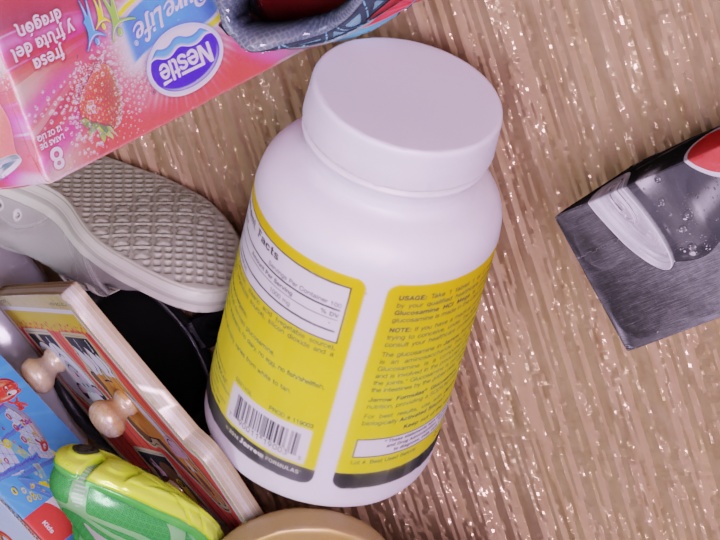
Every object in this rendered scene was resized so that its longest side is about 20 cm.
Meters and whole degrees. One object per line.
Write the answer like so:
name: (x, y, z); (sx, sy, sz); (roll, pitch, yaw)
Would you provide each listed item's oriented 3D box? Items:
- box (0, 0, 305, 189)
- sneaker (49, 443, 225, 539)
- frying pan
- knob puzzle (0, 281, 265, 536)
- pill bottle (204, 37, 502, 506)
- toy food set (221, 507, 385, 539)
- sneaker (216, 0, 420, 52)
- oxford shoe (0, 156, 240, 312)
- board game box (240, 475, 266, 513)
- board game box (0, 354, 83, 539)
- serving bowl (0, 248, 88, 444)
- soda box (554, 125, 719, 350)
box: (-0.118, -0.111, 1.225); (0.103, 0.200, 0.095); (-5, 109, 42)
sneaker: (-0.108, 0.151, 1.315); (0.074, 0.084, 0.200); (25, 154, 25)
frying pan: (-0.102, 0.027, 1.406); (0.115, 0.031, 0.190); (43, 133, 11)
knob puzzle: (-0.105, 0.091, 1.348); (0.220, 0.030, 0.220); (44, 165, 15)
pill bottle: (0.000, 0.000, 1.247); (0.112, 0.112, 0.200); (34, 131, 22)
toy food set: (-0.007, 0.196, 1.334); (0.198, 0.200, 0.049); (-58, 32, 36)
sneaker: (0.019, -0.146, 1.148); (0.200, 0.096, 0.079); (-38, 88, 33)
oxford shoe: (-0.128, -0.017, 1.379); (0.200, 0.075, 0.058); (25, 124, 37)
board game box: (-0.042, 0.212, 1.468); (0.103, 0.019, 0.200); (-33, 90, 45)
board game box: (-0.227, 0.103, 1.431); (0.196, 0.056, 0.200); (46, 144, 8)
serving bowl: (-0.244, 0.055, 1.525); (0.200, 0.066, 0.200); (21, 126, 33)
soda box: (0.176, -0.033, 1.109); (0.200, 0.063, 0.071); (-25, 96, 45)
